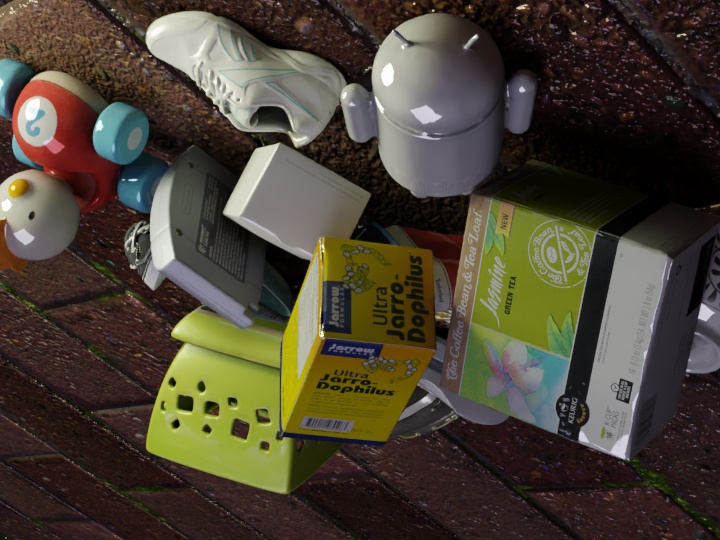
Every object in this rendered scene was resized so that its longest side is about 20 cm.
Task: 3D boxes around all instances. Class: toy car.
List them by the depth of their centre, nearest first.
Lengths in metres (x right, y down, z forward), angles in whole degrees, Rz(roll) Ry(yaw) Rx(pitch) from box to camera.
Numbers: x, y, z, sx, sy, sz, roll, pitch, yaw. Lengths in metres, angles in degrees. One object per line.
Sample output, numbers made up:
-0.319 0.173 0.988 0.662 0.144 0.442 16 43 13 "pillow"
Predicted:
-0.335 -0.089 1.619 0.183 0.201 0.177 22 155 22 "toy car"

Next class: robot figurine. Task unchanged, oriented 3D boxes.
0.069 -0.142 1.323 0.168 0.114 0.200 -8 150 1 "robot figurine"

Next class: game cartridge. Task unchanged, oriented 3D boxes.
-0.158 -0.041 1.606 0.041 0.201 0.133 -35 120 26 "game cartridge"

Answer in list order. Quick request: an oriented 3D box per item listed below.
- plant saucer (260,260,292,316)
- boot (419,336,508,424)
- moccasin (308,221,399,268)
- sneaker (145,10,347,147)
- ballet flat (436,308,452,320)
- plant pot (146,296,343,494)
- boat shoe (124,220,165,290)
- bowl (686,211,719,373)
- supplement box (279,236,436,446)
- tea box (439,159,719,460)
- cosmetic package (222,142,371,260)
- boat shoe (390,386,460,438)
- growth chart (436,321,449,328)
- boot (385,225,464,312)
-0.152 -0.019 1.757 0.200 0.027 0.200 36 170 7 "plant saucer"
0.089 0.106 1.806 0.199 0.074 0.096 35 -176 -17 "boot"
0.000 0.000 1.541 0.081 0.068 0.200 55 168 -7 "moccasin"
-0.116 -0.181 1.439 0.199 0.081 0.071 21 155 8 "sneaker"
0.109 0.020 1.644 0.198 0.071 0.071 9 150 19 "ballet flat"
-0.123 0.130 1.850 0.199 0.199 0.183 15 109 18 "plant pot"
-0.245 -0.026 1.794 0.068 0.072 0.200 37 178 -6 "boat shoe"
0.318 0.037 1.474 0.199 0.095 0.201 18 154 9 "bowl"
-0.006 0.071 1.449 0.109 0.110 0.200 6 147 -11 "supplement box"
0.196 0.031 1.390 0.196 0.133 0.202 19 115 27 "tea box"
-0.068 -0.064 1.525 0.107 0.085 0.200 29 177 -11 "cosmetic package"
0.065 0.184 1.967 0.060 0.072 0.201 36 147 -14 "boat shoe"
0.173 0.077 1.747 0.199 0.018 0.145 31 152 -16 "growth chart"
0.106 -0.013 1.581 0.200 0.143 0.073 -144 41 -67 "boot"
